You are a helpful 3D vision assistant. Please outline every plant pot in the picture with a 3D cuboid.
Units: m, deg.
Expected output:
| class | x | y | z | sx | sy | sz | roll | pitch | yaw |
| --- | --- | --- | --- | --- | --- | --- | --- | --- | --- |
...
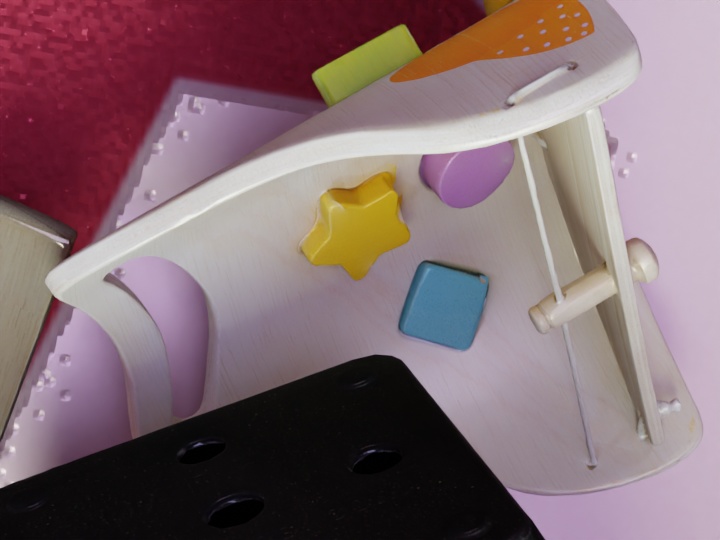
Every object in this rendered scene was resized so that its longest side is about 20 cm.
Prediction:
| class | x | y | z | sx | sy | sz | roll | pitch | yaw |
| --- | --- | --- | --- | --- | --- | --- | --- | --- | --- |
| plant pot | -0.015 | 0.143 | 0.690 | 0.199 | 0.200 | 0.178 | -20 | 113 | -9 |

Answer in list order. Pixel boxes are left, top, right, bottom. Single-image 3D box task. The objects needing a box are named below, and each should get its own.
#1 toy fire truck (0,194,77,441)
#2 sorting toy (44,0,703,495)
| class | x | y | z | sx | sy | sz | roll | pitch | yaw |
| --- | --- | --- | --- | --- | --- | --- | --- | --- | --- |
| toy fire truck | -0.184 | 0.063 | 0.739 | 0.176 | 0.129 | 0.201 | 29 | 70 | -20 |
| sorting toy | 0.000 | 0.000 | 0.749 | 0.179 | 0.107 | 0.200 | -23 | 142 | -3 |
